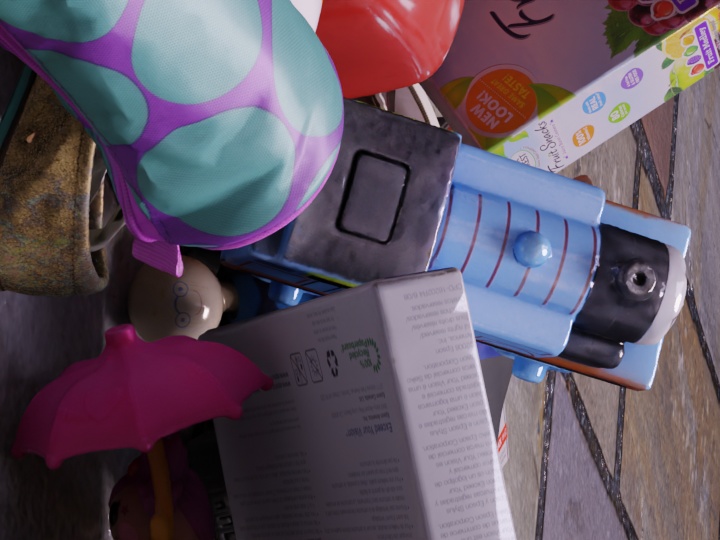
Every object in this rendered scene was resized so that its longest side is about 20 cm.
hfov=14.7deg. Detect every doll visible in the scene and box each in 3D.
[{"bbox_3d":[0.000,0.000,1.158,0.048,0.199,0.137,-150,-127,-71],"label":"doll"}]

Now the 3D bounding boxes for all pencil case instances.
[{"bbox_3d":[-0.081,-0.084,0.821,0.093,0.085,0.200,-56,139,-12],"label":"pencil case"}]

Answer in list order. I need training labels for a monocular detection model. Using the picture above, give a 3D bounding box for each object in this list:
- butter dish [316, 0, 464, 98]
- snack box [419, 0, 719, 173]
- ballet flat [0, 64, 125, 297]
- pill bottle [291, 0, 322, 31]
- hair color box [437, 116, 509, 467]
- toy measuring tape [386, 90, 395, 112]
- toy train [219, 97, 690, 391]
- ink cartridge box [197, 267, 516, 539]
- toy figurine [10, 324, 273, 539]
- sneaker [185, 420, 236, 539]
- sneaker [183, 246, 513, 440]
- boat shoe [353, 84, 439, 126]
[{"bbox_3d":[0.003,-0.162,1.232,0.200,0.147,0.200,43,47,-69],"label":"butter dish"},{"bbox_3d":[0.074,-0.148,1.336,0.200,0.142,0.053,55,-1,33],"label":"snack box"},{"bbox_3d":[-0.082,-0.077,0.930,0.071,0.071,0.200,-56,168,-65],"label":"ballet flat"},{"bbox_3d":[-0.064,-0.137,1.053,0.113,0.113,0.200,69,25,-50],"label":"pill bottle"},{"bbox_3d":[0.032,0.029,1.483,0.111,0.064,0.201,-52,137,-65],"label":"hair color box"},{"bbox_3d":[-0.012,-0.007,1.317,0.074,0.073,0.201,28,59,-72],"label":"toy measuring tape"},{"bbox_3d":[0.037,-0.010,1.082,0.114,0.199,0.087,176,-69,-77],"label":"toy train"},{"bbox_3d":[0.003,0.108,1.015,0.200,0.040,0.201,165,-84,-68],"label":"ink cartridge box"},{"bbox_3d":[-0.068,0.117,1.017,0.200,0.150,0.185,76,8,-63],"label":"toy figurine"},{"bbox_3d":[-0.046,0.090,1.206,0.200,0.076,0.091,60,22,-72],"label":"sneaker"},{"bbox_3d":[-0.001,0.028,1.219,0.200,0.075,0.107,19,68,-37],"label":"sneaker"},{"bbox_3d":[0.004,-0.022,1.375,0.059,0.072,0.201,-30,112,-56],"label":"boat shoe"}]
